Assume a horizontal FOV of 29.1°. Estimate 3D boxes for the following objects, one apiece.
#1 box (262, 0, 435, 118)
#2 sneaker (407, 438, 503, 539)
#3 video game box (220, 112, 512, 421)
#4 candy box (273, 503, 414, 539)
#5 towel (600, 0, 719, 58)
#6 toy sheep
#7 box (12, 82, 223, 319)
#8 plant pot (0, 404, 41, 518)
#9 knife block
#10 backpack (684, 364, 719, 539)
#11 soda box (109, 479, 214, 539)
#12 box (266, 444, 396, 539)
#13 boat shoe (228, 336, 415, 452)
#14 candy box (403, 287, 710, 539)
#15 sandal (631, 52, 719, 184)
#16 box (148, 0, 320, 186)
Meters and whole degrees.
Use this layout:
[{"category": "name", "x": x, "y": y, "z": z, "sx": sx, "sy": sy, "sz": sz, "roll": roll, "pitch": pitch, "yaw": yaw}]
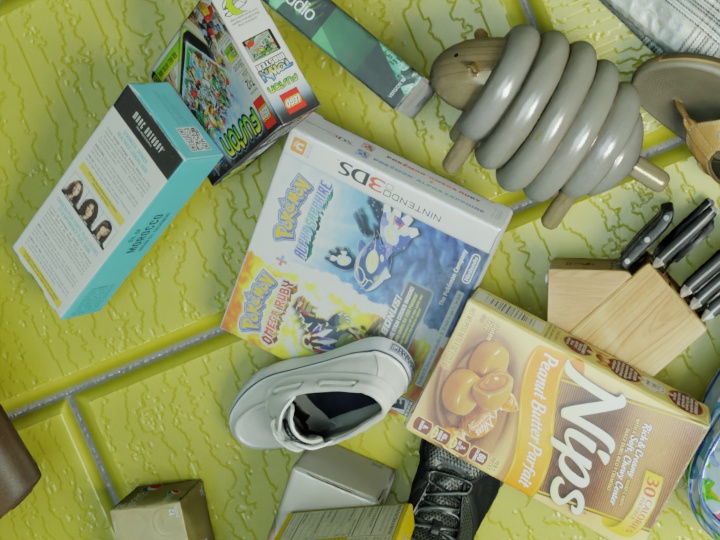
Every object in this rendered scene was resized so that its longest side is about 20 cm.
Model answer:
[{"category": "box", "x": -0.032, "y": -0.193, "z": 1.057, "sx": 0.200, "sy": 0.144, "sz": 0.036, "roll": 39, "pitch": 97, "yaw": 3}, {"category": "sneaker", "x": 0.065, "y": 0.201, "z": 1.118, "sx": 0.076, "sy": 0.114, "sz": 0.200, "roll": 20, "pitch": 101, "yaw": 6}, {"category": "video game box", "x": 0.000, "y": 0.000, "z": 1.107, "sx": 0.182, "sy": 0.047, "sz": 0.201, "roll": 27, "pitch": 120, "yaw": 9}, {"category": "candy box", "x": -0.025, "y": 0.220, "z": 0.999, "sx": 0.102, "sy": 0.200, "sz": 0.027, "roll": -4, "pitch": 103, "yaw": 12}, {"category": "towel", "x": 0.292, "y": -0.231, "z": 1.041, "sx": 0.200, "sy": 0.035, "sz": 0.193, "roll": 42, "pitch": 104, "yaw": 2}, {"category": "toy sheep", "x": 0.143, "y": -0.111, "z": 1.047, "sx": 0.199, "sy": 0.138, "sz": 0.138, "roll": 26, "pitch": 104, "yaw": -8}, {"category": "box", "x": -0.201, "y": -0.055, "z": 1.128, "sx": 0.200, "sy": 0.049, "sz": 0.082, "roll": -47, "pitch": 72, "yaw": 30}, {"category": "plant pot", "x": -0.388, "y": 0.140, "z": 1.169, "sx": 0.200, "sy": 0.200, "sz": 0.199, "roll": -31, "pitch": 99, "yaw": 15}, {"category": "knife block", "x": 0.232, "y": 0.044, "z": 1.082, "sx": 0.175, "sy": 0.064, "sz": 0.201, "roll": 3, "pitch": 100, "yaw": 12}, {"category": "backpack", "x": 0.328, "y": 0.123, "z": 1.048, "sx": 0.163, "sy": 0.154, "sz": 0.200, "roll": 33, "pitch": 118, "yaw": -2}, {"category": "soda box", "x": -0.157, "y": 0.288, "z": 1.202, "sx": 0.067, "sy": 0.064, "sz": 0.201, "roll": -9, "pitch": 98, "yaw": 13}, {"category": "box", "x": -0.043, "y": 0.253, "z": 1.159, "sx": 0.077, "sy": 0.095, "sz": 0.201, "roll": 21, "pitch": 101, "yaw": 8}, {"category": "boat shoe", "x": -0.045, "y": 0.111, "z": 1.115, "sx": 0.074, "sy": 0.065, "sz": 0.200, "roll": 47, "pitch": 132, "yaw": -14}, {"category": "candy box", "x": 0.148, "y": 0.112, "z": 1.049, "sx": 0.199, "sy": 0.055, "sz": 0.116, "roll": 28, "pitch": 106, "yaw": 9}, {"category": "sandal", "x": 0.286, "y": -0.088, "z": 1.040, "sx": 0.200, "sy": 0.054, "sz": 0.080, "roll": 43, "pitch": 141, "yaw": -1}, {"category": "box", "x": -0.102, "y": -0.140, "z": 1.062, "sx": 0.035, "sy": 0.200, "sz": 0.110, "roll": -31, "pitch": 92, "yaw": -23}]
